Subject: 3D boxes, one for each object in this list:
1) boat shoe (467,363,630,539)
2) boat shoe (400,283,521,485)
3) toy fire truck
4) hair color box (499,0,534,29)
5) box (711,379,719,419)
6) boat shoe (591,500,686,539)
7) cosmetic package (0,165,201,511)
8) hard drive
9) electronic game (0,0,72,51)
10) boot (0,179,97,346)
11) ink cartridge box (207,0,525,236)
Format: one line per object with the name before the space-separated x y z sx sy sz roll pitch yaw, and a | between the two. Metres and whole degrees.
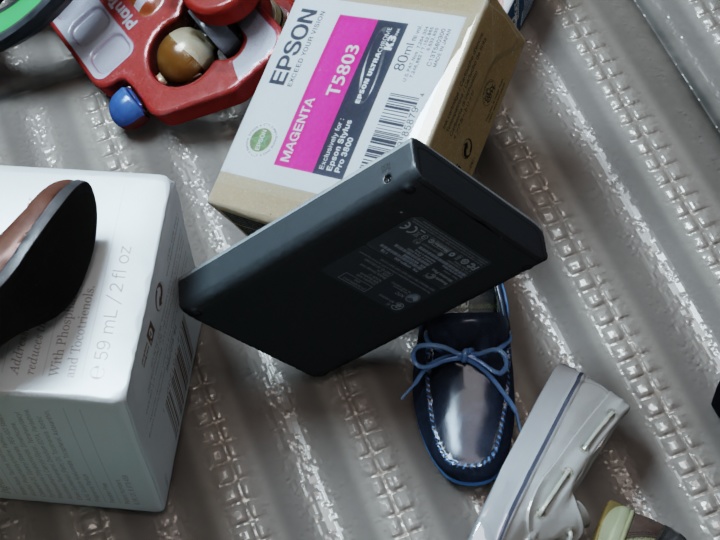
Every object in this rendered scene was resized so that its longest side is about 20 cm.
boat shoe | 0.115 0.155 0.937 0.065 0.072 0.200 25 59 11
boat shoe | 0.065 0.047 1.002 0.084 0.069 0.201 -5 58 -2
toy fire truck | -0.148 -0.197 1.151 0.168 0.112 0.200 -41 62 5
hair color box | 0.087 -0.232 1.181 0.100 0.061 0.201 19 61 14
box | 0.357 0.089 0.948 0.199 0.105 0.148 -18 59 -10
boat shoe | 0.154 0.234 0.881 0.064 0.073 0.201 12 59 15
cosmetic package | -0.221 0.045 0.955 0.199 0.167 0.168 4 58 5
hard drive | 0.000 0.000 0.938 0.199 0.139 0.033 -29 51 30
electronic game | -0.274 -0.257 1.170 0.199 0.042 0.201 -20 52 28
boot | -0.276 -0.003 0.867 0.199 0.069 0.189 20 70 22
ink cartridge box | 0.004 -0.106 1.040 0.164 0.075 0.201 14 76 32
